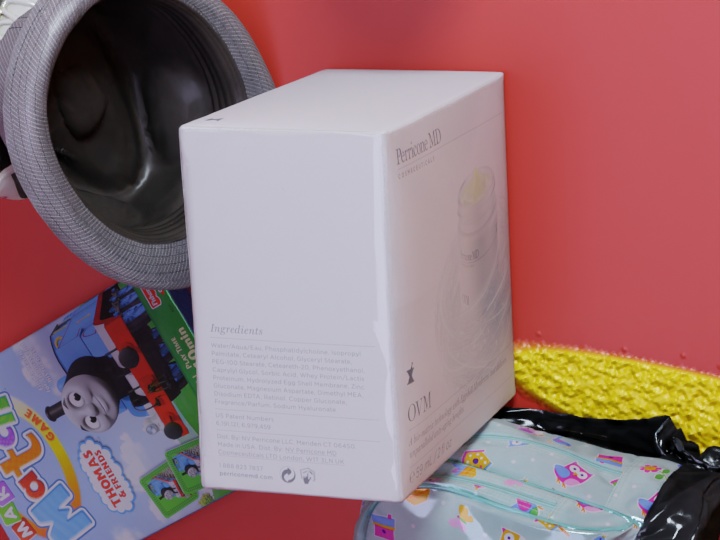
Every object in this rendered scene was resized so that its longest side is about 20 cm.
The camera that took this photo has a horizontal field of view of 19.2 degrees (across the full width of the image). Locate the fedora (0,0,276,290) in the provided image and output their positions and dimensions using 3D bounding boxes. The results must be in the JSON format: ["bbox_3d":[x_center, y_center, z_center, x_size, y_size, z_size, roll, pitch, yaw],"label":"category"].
[{"bbox_3d":[-0.144,-0.089,1.245,0.090,0.177,0.200,11,154,46],"label":"fedora"}]

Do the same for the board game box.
[{"bbox_3d":[-0.163,0.099,1.358,0.200,0.037,0.151,-30,92,26],"label":"board game box"}]

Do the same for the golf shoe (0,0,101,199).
[{"bbox_3d":[-0.193,-0.139,1.282,0.077,0.088,0.200,8,105,21],"label":"golf shoe"}]

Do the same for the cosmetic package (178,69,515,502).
[{"bbox_3d":[0.000,0.000,1.178,0.123,0.199,0.200,1,104,22],"label":"cosmetic package"}]

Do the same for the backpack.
[{"bbox_3d":[0.099,0.158,1.221,0.200,0.127,0.167,17,113,20],"label":"backpack"}]
